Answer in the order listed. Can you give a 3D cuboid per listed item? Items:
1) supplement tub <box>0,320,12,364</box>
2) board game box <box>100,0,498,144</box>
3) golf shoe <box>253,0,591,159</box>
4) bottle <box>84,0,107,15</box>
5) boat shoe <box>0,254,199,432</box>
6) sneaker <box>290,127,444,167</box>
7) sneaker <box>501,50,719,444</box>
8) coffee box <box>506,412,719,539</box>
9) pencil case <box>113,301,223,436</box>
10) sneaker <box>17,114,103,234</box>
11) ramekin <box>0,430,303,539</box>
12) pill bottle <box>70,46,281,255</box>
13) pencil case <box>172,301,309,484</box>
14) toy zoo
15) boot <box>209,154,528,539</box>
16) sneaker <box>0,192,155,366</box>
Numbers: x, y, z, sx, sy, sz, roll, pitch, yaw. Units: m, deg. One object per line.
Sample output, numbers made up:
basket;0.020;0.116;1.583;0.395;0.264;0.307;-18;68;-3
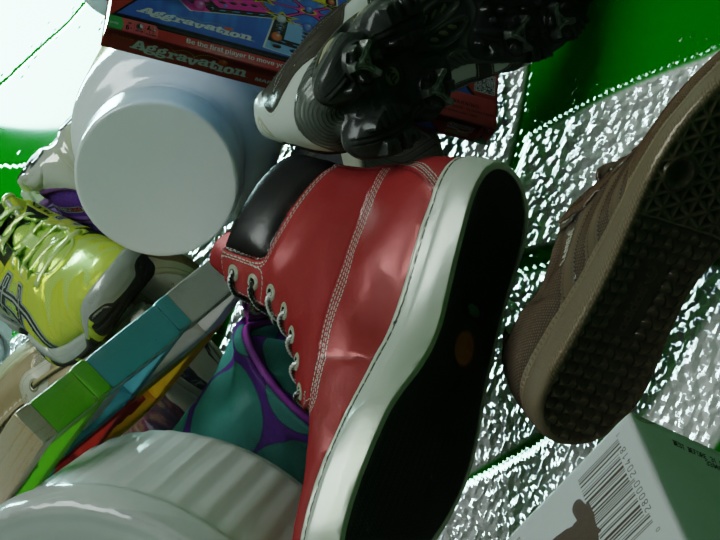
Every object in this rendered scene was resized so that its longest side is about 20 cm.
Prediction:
supplement tub;-0.302;0.115;1.324;0.140;0.140;0.202;-22;52;48
board game box;-0.025;-0.133;1.027;0.019;0.198;0.104;126;153;-56
golf shoe;0.029;-0.115;0.965;0.199;0.078;0.094;-33;16;-38
bottle;-0.114;-0.241;1.357;0.200;0.065;0.084;-40;39;36
boat shoe;-0.161;0.072;1.212;0.200;0.072;0.065;-41;37;25
sneaker;0.000;0.000;1.032;0.106;0.074;0.201;-52;31;39
sneaker;0.117;-0.027;0.861;0.201;0.070;0.076;-56;31;14
coffee box;0.082;0.159;0.746;0.200;0.114;0.080;-50;35;25
pencil case;-0.146;0.105;1.147;0.200;0.089;0.078;-49;33;23
sneaker;-0.155;-0.043;1.244;0.081;0.083;0.200;-43;4;1
ramekin;-0.082;0.164;0.922;0.202;0.203;0.094;-38;7;37
pill bottle;-0.094;-0.088;1.122;0.113;0.112;0.200;-50;12;23
pencil case;-0.083;0.110;1.051;0.200;0.085;0.093;-46;67;27
toy zoo;-0.116;0.056;0.986;0.200;0.020;0.131;-41;-7;-46
boot;-0.019;0.042;0.901;0.143;0.072;0.202;4;65;35
sneaker;-0.182;0.000;1.163;0.076;0.076;0.199;-52;24;-18
